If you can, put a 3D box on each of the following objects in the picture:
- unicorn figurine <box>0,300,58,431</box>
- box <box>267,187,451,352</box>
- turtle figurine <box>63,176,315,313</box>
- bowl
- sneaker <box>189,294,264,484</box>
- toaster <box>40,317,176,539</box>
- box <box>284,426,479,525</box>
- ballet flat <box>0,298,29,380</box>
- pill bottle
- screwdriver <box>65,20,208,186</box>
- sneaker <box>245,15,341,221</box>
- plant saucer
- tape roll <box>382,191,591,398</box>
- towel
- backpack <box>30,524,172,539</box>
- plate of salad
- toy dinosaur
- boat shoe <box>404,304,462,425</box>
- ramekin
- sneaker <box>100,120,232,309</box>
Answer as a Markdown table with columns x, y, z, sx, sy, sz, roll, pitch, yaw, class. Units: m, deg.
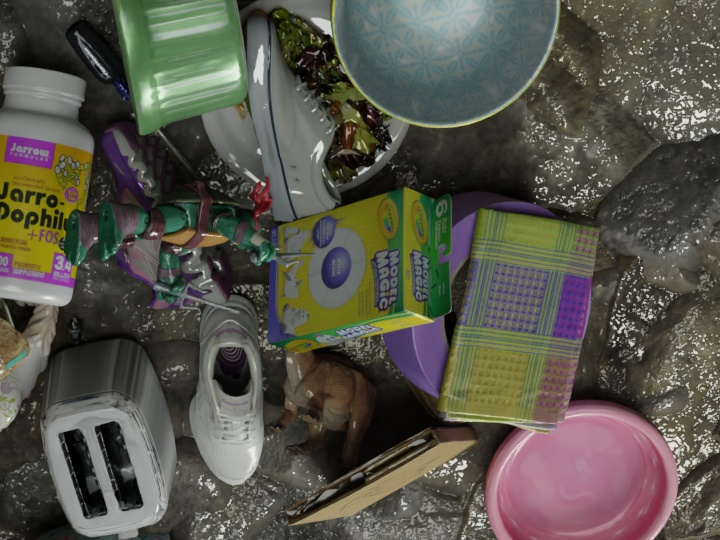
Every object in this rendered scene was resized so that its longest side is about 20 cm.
| x | y | z | sx | sy | sz | roll | pitch | yaw | class |
| --- | --- | --- | --- | --- | --- | --- | --- | --- | --- |
| -0.330 | 0.092 | 1.537 | 0.073 | 0.201 | 0.138 | 19 | 140 | -18 | unicorn figurine |
| 0.000 | 0.000 | 1.467 | 0.199 | 0.119 | 0.048 | -15 | 157 | 39 | box |
| -0.149 | -0.027 | 1.423 | 0.198 | 0.102 | 0.149 | 4 | 155 | -35 | turtle figurine |
| 0.064 | -0.235 | 1.413 | 0.198 | 0.108 | 0.202 | -4 | 112 | -10 | bowl |
| -0.131 | 0.129 | 1.576 | 0.074 | 0.100 | 0.202 | -3 | 116 | -5 | sneaker |
| -0.244 | 0.157 | 1.564 | 0.112 | 0.129 | 0.202 | -11 | 115 | 0 | toaster |
| 0.025 | 0.199 | 1.579 | 0.163 | 0.200 | 0.021 | -31 | 78 | 10 | box |
| -0.364 | 0.035 | 1.492 | 0.065 | 0.200 | 0.071 | -24 | 139 | -28 | ballet flat |
| -0.293 | -0.074 | 1.438 | 0.103 | 0.104 | 0.202 | 8 | 87 | -8 | pill bottle |
| -0.201 | -0.143 | 1.482 | 0.029 | 0.028 | 0.201 | -41 | 111 | -17 | screwdriver |
| -0.058 | -0.136 | 1.432 | 0.070 | 0.073 | 0.201 | -9 | 127 | 2 | sneaker |
| 0.224 | 0.216 | 1.670 | 0.198 | 0.051 | 0.202 | -2 | 115 | -4 | plant saucer |
| 0.118 | 0.030 | 1.523 | 0.198 | 0.065 | 0.202 | -6 | 103 | -29 | tape roll |
| 0.145 | 0.049 | 1.492 | 0.142 | 0.023 | 0.202 | 8 | 96 | -30 | towel |
| -0.285 | 0.338 | 1.620 | 0.199 | 0.178 | 0.152 | -24 | 100 | 14 | backpack |
| -0.048 | -0.156 | 1.479 | 0.198 | 0.048 | 0.202 | -2 | 114 | -4 | plate of salad |
| -0.025 | 0.111 | 1.593 | 0.085 | 0.136 | 0.200 | 5 | 148 | 36 | toy dinosaur |
| 0.067 | 0.074 | 1.583 | 0.073 | 0.067 | 0.201 | -19 | 115 | 5 | boat shoe |
| -0.158 | -0.221 | 1.363 | 0.097 | 0.200 | 0.202 | -11 | 116 | -7 | ramekin |
| -0.198 | -0.041 | 1.508 | 0.088 | 0.081 | 0.201 | -20 | 116 | 14 | sneaker |
